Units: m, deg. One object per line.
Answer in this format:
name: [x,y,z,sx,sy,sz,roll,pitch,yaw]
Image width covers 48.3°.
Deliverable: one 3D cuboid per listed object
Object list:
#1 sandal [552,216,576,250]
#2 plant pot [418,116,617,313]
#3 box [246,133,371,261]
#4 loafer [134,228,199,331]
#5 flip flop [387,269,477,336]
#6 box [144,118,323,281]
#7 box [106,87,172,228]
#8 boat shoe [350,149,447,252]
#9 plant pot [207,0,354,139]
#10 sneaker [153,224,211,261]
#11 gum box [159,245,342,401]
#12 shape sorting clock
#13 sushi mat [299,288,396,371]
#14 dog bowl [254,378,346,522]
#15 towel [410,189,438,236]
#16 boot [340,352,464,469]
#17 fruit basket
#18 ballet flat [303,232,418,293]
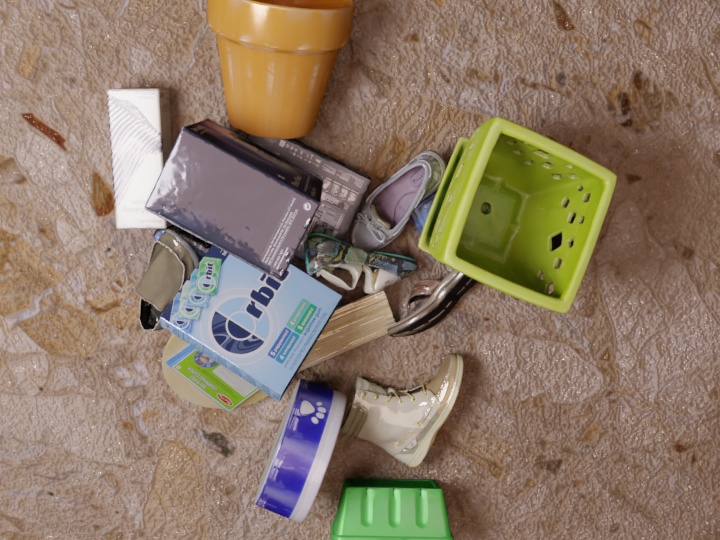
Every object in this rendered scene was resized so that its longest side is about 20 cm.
sandal: [0.260,-0.054,1.236,0.197,0.046,0.076,-10,134,14]
plant pot: [0.198,-0.076,1.100,0.196,0.181,0.203,22,90,-15]
box: [-0.103,-0.111,1.216,0.198,0.051,0.160,25,100,-7]
loafer: [-0.288,0.025,1.183,0.075,0.070,0.202,34,136,15]
flip flop: [0.117,0.031,1.246,0.200,0.081,0.058,-47,64,17]
box: [-0.161,-0.104,1.087,0.196,0.200,0.125,27,101,-8]
box: [-0.323,-0.166,1.189,0.081,0.068,0.204,-2,102,-1]
boat shoe: [0.046,-0.097,1.189,0.202,0.065,0.075,-42,82,33]
plant pot: [-0.117,-0.292,1.116,0.197,0.201,0.186,8,118,-3]
sneaker: [-0.236,0.007,1.225,0.199,0.079,0.090,38,97,-9]
gum box: [-0.152,0.058,1.134,0.198,0.045,0.171,31,65,2]
shape sorting clock: [-0.199,0.135,1.216,0.197,0.039,0.203,-9,127,-12]
sushi mat: [-0.041,0.100,1.259,0.197,0.012,0.096,-23,135,2]
dog bowl: [-0.091,0.271,1.224,0.078,0.200,0.203,21,101,-3]
towel: [0.173,-0.110,1.225,0.198,0.049,0.113,-30,102,5]
boot: [0.065,0.199,1.280,0.153,0.072,0.202,25,101,-4]
fruit basket: [0.048,0.445,1.303,0.212,0.156,0.220,0,85,-2]
ballet flat: [0.000,0.000,1.202,0.197,0.074,0.075,13,103,-29]
